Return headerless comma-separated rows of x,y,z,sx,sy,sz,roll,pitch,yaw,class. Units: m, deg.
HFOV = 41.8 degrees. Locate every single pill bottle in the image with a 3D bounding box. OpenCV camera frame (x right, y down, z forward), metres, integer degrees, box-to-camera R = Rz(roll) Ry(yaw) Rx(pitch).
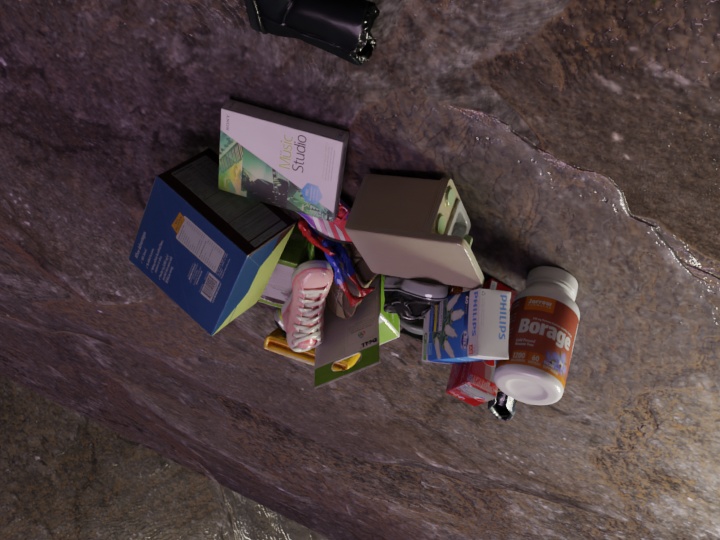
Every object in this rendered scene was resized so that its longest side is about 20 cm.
0.286,0.100,1.497,0.110,0.203,0.113,15,152,8,pill bottle

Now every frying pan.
0.153,0.144,1.805,0.188,0.031,0.114,23,176,-36,frying pan

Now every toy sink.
0.098,-0.064,1.435,0.197,0.114,0.131,8,154,29,toy sink

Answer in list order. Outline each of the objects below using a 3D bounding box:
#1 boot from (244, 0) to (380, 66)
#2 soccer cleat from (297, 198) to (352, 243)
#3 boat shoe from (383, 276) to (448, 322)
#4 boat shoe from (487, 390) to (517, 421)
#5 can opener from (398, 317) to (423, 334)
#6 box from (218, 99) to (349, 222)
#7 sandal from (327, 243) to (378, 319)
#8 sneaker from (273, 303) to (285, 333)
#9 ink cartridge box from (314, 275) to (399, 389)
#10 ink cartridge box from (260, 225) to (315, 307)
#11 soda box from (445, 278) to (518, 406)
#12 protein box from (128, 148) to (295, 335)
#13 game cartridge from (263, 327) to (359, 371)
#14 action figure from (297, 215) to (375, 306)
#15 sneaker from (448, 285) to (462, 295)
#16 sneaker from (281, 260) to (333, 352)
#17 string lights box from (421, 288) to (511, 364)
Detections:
-0.059,-0.332,1.115,0.165,0.077,0.201,19,159,12,boot
-0.066,-0.111,1.520,0.198,0.069,0.073,32,146,-13,soccer cleat
0.089,0.049,1.535,0.071,0.072,0.200,6,179,-16,boat shoe
0.279,0.213,1.812,0.070,0.092,0.201,8,149,22,boat shoe
0.169,0.102,1.731,0.196,0.067,0.053,10,149,11,can opener
-0.121,-0.166,1.436,0.197,0.036,0.146,17,127,10,box
0.000,0.000,1.645,0.080,0.054,0.202,37,129,14,sandal
-0.076,0.091,1.849,0.197,0.077,0.076,8,149,-29,sneaker
-0.007,0.125,1.700,0.146,0.202,0.076,-23,134,24,ink cartridge box
-0.161,-0.010,1.731,0.145,0.077,0.201,15,153,10,ink cartridge box
0.206,0.120,1.585,0.063,0.203,0.070,27,151,-16,soda box
-0.247,-0.048,1.547,0.199,0.135,0.200,40,131,11,protein box
-0.087,0.146,1.891,0.173,0.033,0.200,18,-167,6,game cartridge
-0.047,-0.040,1.582,0.051,0.065,0.201,-33,94,45,action figure
0.132,0.024,1.633,0.077,0.073,0.201,33,154,25,sneaker
-0.087,0.071,1.644,0.074,0.106,0.201,-1,147,-21,sneaker
0.165,0.091,1.492,0.058,0.105,0.200,7,170,-19,string lights box
